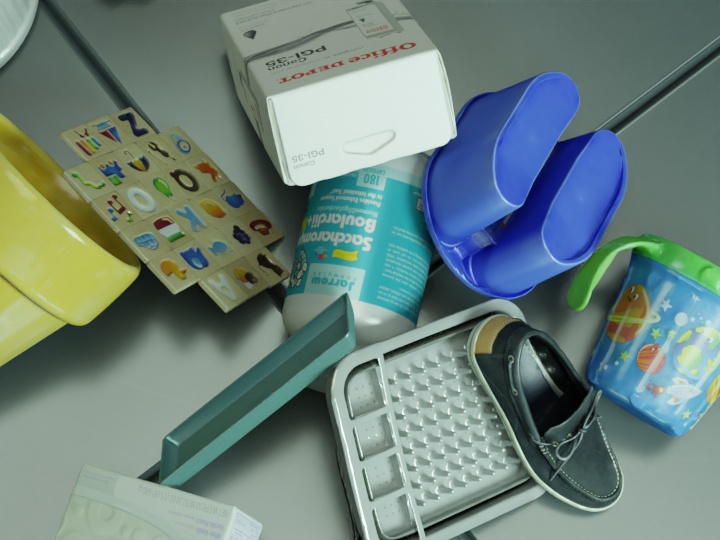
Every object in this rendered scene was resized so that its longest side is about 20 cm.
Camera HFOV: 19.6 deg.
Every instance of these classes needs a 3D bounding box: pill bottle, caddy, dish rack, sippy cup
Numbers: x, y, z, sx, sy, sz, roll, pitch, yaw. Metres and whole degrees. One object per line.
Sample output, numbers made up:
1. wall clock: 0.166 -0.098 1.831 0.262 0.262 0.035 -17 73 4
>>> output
1. pill bottle: 0.000 0.000 1.702 0.111 0.111 0.200 12 75 0
2. caddy: 0.128 -0.068 1.704 0.141 0.105 0.200 50 47 -18
3. dish rack: 0.059 0.124 1.659 0.200 0.044 0.172 -20 101 -33
4. sippy cup: 0.253 0.059 1.696 0.178 0.140 0.130 31 88 14

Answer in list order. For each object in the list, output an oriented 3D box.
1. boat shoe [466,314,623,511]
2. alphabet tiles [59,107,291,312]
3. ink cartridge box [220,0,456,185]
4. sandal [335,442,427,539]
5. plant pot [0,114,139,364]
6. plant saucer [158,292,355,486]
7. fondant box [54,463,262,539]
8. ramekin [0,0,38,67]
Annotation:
1. boat shoe: 0.158 0.118 1.666 0.075 0.062 0.200 -46 117 -27
2. alphabet tiles: -0.150 -0.052 1.702 0.200 0.166 0.006 46 122 9
3. ink cartridge box: -0.020 -0.159 1.696 0.146 0.200 0.083 -17 119 -7
4. sandal: 0.026 0.213 1.682 0.075 0.048 0.200 -19 77 -8
5. plant pot: -0.309 -0.006 1.649 0.189 0.201 0.201 -44 81 4
6. plant saucer: -0.079 0.096 1.630 0.200 0.070 0.019 -38 112 16
7. fondant box: -0.180 0.266 1.629 0.144 0.058 0.200 12 75 24
8. ramekin: -0.374 -0.256 1.756 0.202 0.094 0.202 1 75 -2
